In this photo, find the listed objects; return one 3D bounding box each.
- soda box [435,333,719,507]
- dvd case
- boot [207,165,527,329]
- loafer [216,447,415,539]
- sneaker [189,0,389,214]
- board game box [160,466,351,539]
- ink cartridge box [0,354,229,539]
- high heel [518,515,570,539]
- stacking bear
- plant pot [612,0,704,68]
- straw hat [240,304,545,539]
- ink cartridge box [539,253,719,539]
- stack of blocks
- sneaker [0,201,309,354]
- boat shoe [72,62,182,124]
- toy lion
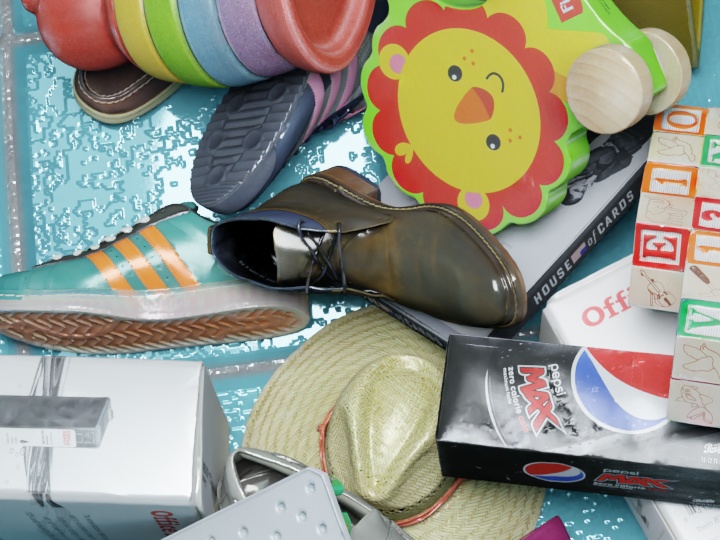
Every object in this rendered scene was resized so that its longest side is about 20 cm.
[{"bbox_3d":[0.143,0.083,0.928,0.199,0.071,0.064,5,67,7],"label":"soda box"},{"bbox_3d":[0.085,-0.046,1.055,0.200,0.025,0.150,-47,46,-12],"label":"dvd case"},{"bbox_3d":[0.000,0.000,0.972,0.097,0.075,0.200,-19,27,-32],"label":"boot"},{"bbox_3d":[-0.001,0.164,0.931,0.200,0.070,0.070,30,63,24],"label":"loafer"},{"bbox_3d":[-0.031,-0.104,1.079,0.070,0.082,0.200,9,61,43],"label":"sneaker"},{"bbox_3d":[-0.059,0.232,0.913,0.200,0.026,0.200,-29,73,27],"label":"board game box"},{"bbox_3d":[-0.179,0.106,0.984,0.199,0.144,0.084,3,70,3],"label":"ink cartridge box"},{"bbox_3d":[0.027,0.192,0.981,0.199,0.067,0.096,-2,83,-13],"label":"high heel"},{"bbox_3d":[-0.105,-0.164,1.031,0.200,0.121,0.114,-2,77,29],"label":"stacking bear"},{"bbox_3d":[0.112,-0.252,1.083,0.199,0.194,0.196,1,70,15],"label":"plant pot"},{"bbox_3d":[0.020,0.097,1.009,0.200,0.085,0.202,-1,70,2],"label":"straw hat"},{"bbox_3d":[0.213,0.082,1.005,0.146,0.083,0.200,-26,71,-6],"label":"ink cartridge box"},{"bbox_3d":[0.202,-0.005,0.918,0.115,0.059,0.200,7,41,11],"label":"stack of blocks"},{"bbox_3d":[-0.131,0.002,1.064,0.199,0.071,0.080,-2,66,-3],"label":"sneaker"},{"bbox_3d":[-0.118,-0.185,1.125,0.072,0.072,0.200,38,76,15],"label":"boat shoe"},{"bbox_3d":[0.073,-0.126,0.977,0.191,0.069,0.200,-21,94,39],"label":"toy lion"}]
